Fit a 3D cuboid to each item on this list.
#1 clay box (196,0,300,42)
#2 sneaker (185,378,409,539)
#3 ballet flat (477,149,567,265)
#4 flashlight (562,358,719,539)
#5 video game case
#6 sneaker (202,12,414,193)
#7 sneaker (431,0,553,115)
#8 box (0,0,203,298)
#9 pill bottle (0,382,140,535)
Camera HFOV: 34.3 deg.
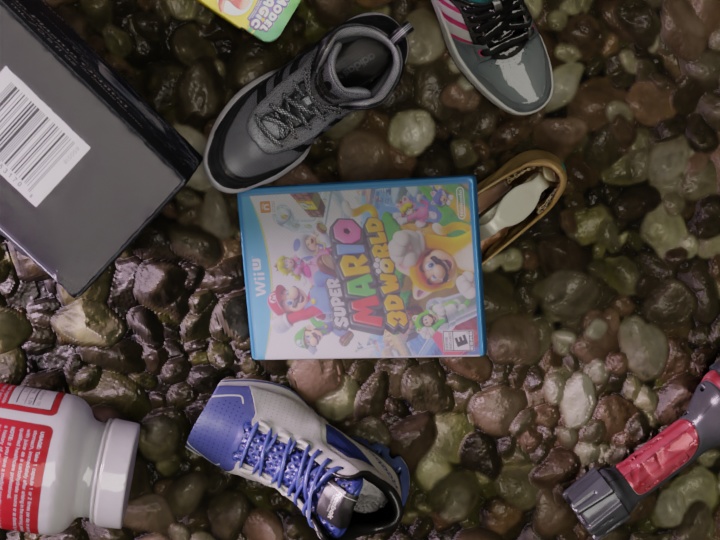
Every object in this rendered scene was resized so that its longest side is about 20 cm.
[{"bbox_3d":[-0.124,-0.277,0.914,0.199,0.048,0.116,33,94,-10],"label":"clay box"},{"bbox_3d":[-0.042,0.159,0.953,0.198,0.115,0.081,25,95,-8],"label":"sneaker"},{"bbox_3d":[0.087,-0.031,0.962,0.200,0.063,0.069,-41,99,2],"label":"ballet flat"},{"bbox_3d":[0.265,0.151,1.003,0.199,0.068,0.068,-36,101,0],"label":"flashlight"},{"bbox_3d":[0.000,0.000,0.949,0.198,0.018,0.145,-2,100,16],"label":"video game case"},{"bbox_3d":[-0.041,-0.133,0.906,0.199,0.114,0.076,-39,100,-2],"label":"sneaker"},{"bbox_3d":[0.102,-0.212,0.907,0.083,0.121,0.201,-31,100,0],"label":"sneaker"},{"bbox_3d":[-0.227,-0.103,0.854,0.117,0.200,0.197,-45,100,3],"label":"box"},{"bbox_3d":[-0.281,0.148,0.932,0.198,0.112,0.114,10,98,-6],"label":"pill bottle"}]
